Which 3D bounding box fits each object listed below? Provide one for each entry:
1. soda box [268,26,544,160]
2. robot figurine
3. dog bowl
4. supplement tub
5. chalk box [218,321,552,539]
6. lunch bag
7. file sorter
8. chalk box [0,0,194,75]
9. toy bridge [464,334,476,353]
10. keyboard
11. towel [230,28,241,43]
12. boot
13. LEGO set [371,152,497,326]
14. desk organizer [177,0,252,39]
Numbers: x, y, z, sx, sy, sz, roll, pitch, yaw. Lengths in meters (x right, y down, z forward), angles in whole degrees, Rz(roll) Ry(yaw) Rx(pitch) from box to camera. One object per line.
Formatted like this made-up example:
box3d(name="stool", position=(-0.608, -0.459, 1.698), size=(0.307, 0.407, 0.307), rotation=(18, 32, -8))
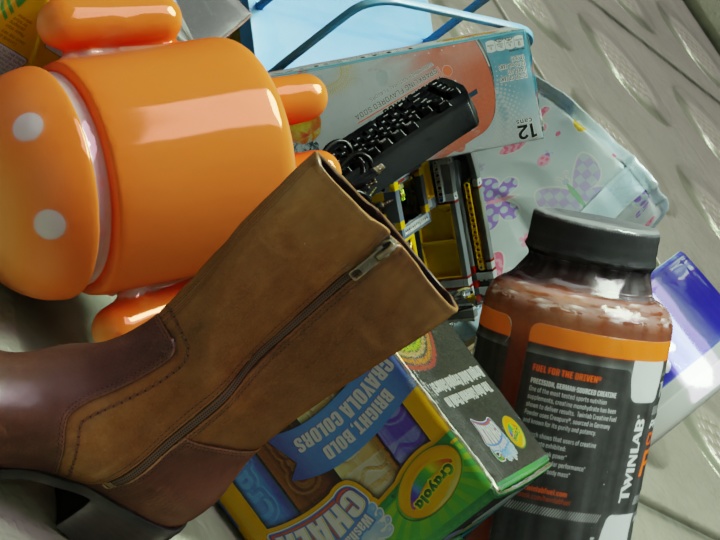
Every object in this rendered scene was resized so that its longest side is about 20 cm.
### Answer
box3d(name="soda box", position=(-0.002, -0.087, 1.515), size=(0.068, 0.200, 0.064), rotation=(-122, -160, -82))
box3d(name="robot figurine", position=(-0.110, -0.047, 1.311), size=(0.200, 0.144, 0.117), rotation=(-11, 42, -27))
box3d(name="dog bowl", position=(0.140, 0.079, 1.631), size=(0.079, 0.200, 0.200), rotation=(51, 16, 5))
box3d(name="supplement tub", position=(0.109, 0.069, 1.479), size=(0.107, 0.200, 0.107), rotation=(11, 7, -1))
box3d(name="chalk box", position=(0.007, 0.097, 1.379), size=(0.200, 0.124, 0.125), rotation=(54, 16, 8))
box3d(name="lunch bag", position=(0.097, -0.024, 1.733), size=(0.127, 0.170, 0.200), rotation=(45, 0, -18))
box3d(name="file sorter", position=(0.011, -0.206, 1.611), size=(0.139, 0.123, 0.200), rotation=(9, 62, -36))
box3d(name="chalk box", position=(-0.189, -0.157, 1.407), size=(0.124, 0.124, 0.200), rotation=(31, 24, -47))
box3d(name="toy bridge", position=(0.084, 0.042, 1.584), size=(0.027, 0.200, 0.067), rotation=(57, -28, 3))
box3d(name="keyboard", position=(-0.029, -0.047, 1.419), size=(0.040, 0.200, 0.104), rotation=(59, -8, -24))
box3d(name="towel", position=(-0.128, -0.159, 1.606), size=(0.144, 0.023, 0.200), rotation=(-35, 83, -35))
box3d(name="boot", position=(-0.085, 0.024, 1.147), size=(0.188, 0.200, 0.069), rotation=(41, 19, -30))
box3d(name="LEGO set", position=(0.000, 0.000, 1.558), size=(0.200, 0.153, 0.116), rotation=(-46, 126, -76))
box3d(name="desk organizer", position=(-0.163, -0.181, 1.538), size=(0.200, 0.072, 0.077), rotation=(47, -28, 2))
